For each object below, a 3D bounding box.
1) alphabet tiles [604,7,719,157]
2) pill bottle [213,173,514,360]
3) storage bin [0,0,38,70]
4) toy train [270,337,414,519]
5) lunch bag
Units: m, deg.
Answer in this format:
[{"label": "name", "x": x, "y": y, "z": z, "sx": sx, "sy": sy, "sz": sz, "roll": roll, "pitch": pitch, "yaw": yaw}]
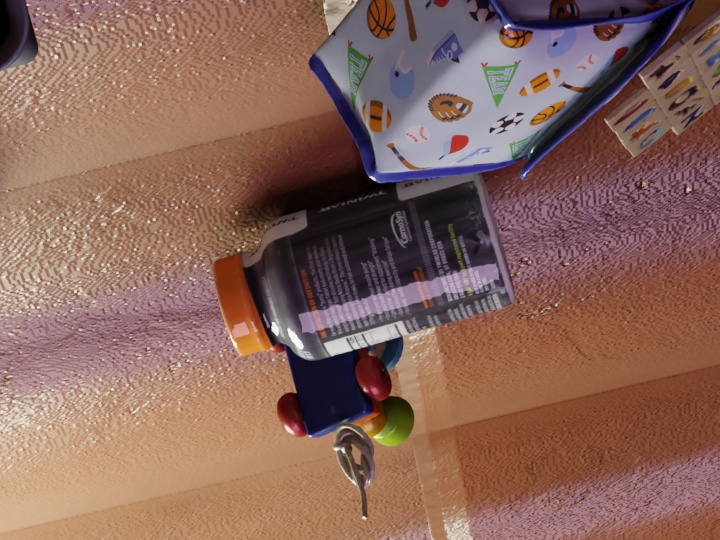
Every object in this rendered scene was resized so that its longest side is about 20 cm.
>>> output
[{"label": "alphabet tiles", "x": 0.232, "y": -0.138, "z": 1.716, "sx": 0.166, "sy": 0.006, "sz": 0.200, "roll": -39, "pitch": 166, "yaw": 6}, {"label": "pill bottle", "x": 0.000, "y": 0.000, "z": 1.850, "sx": 0.200, "sy": 0.106, "sz": 0.106, "roll": -16, "pitch": 150, "yaw": 4}, {"label": "storage bin", "x": -0.279, "y": -0.150, "z": 1.479, "sx": 0.200, "sy": 0.146, "sz": 0.134, "roll": -16, "pitch": 177, "yaw": 4}, {"label": "toy train", "x": 0.001, "y": 0.105, "z": 1.937, "sx": 0.085, "sy": 0.200, "sz": 0.116, "roll": -26, "pitch": 152, "yaw": 20}, {"label": "lunch bag", "x": 0.102, "y": -0.142, "z": 1.647, "sx": 0.200, "sy": 0.124, "sz": 0.170, "roll": -7, "pitch": 153, "yaw": -42}]
